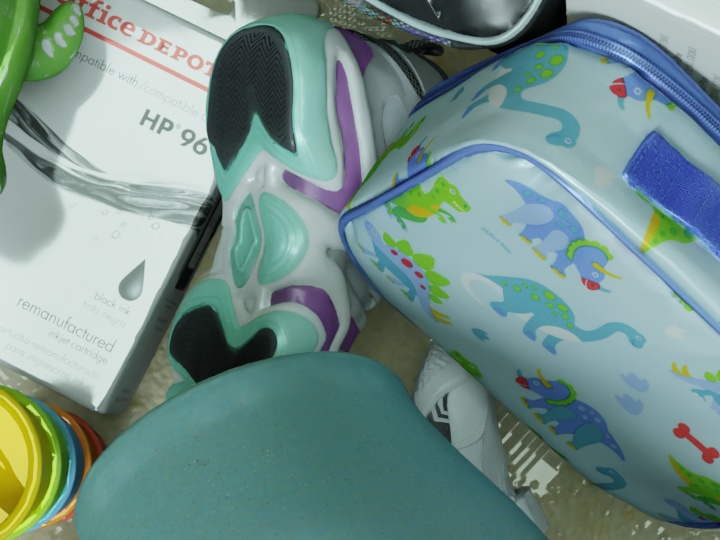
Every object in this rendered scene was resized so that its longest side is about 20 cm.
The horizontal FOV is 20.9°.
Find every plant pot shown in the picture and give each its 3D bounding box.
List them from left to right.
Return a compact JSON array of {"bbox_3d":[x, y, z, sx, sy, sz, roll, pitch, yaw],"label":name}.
[{"bbox_3d":[-0.008,0.139,0.678,0.199,0.200,0.188,-25,58,-1],"label":"plant pot"}]

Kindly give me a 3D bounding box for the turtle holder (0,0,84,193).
[{"bbox_3d":[-0.199,-0.089,0.733,0.140,0.132,0.186,-15,63,27],"label":"turtle holder"}]

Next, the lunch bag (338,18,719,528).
[{"bbox_3d":[0.102,0.008,0.705,0.200,0.161,0.083,41,66,-11],"label":"lunch bag"}]

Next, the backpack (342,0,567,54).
[{"bbox_3d":[0.016,-0.191,0.732,0.199,0.151,0.178,26,102,9],"label":"backpack"}]

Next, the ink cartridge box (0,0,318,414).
[{"bbox_3d":[-0.109,-0.054,0.816,0.116,0.068,0.201,26,86,3],"label":"ink cartridge box"}]

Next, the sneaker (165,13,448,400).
[{"bbox_3d":[0.000,0.000,0.796,0.078,0.140,0.201,24,108,44],"label":"sneaker"}]

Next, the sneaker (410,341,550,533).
[{"bbox_3d":[0.074,0.126,0.797,0.114,0.075,0.201,-1,90,0],"label":"sneaker"}]

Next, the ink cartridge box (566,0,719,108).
[{"bbox_3d":[0.185,-0.109,0.649,0.199,0.084,0.146,26,84,10],"label":"ink cartridge box"}]

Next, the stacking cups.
[{"bbox_3d":[-0.126,0.073,0.739,0.060,0.200,0.061,0,85,5],"label":"stacking cups"}]
